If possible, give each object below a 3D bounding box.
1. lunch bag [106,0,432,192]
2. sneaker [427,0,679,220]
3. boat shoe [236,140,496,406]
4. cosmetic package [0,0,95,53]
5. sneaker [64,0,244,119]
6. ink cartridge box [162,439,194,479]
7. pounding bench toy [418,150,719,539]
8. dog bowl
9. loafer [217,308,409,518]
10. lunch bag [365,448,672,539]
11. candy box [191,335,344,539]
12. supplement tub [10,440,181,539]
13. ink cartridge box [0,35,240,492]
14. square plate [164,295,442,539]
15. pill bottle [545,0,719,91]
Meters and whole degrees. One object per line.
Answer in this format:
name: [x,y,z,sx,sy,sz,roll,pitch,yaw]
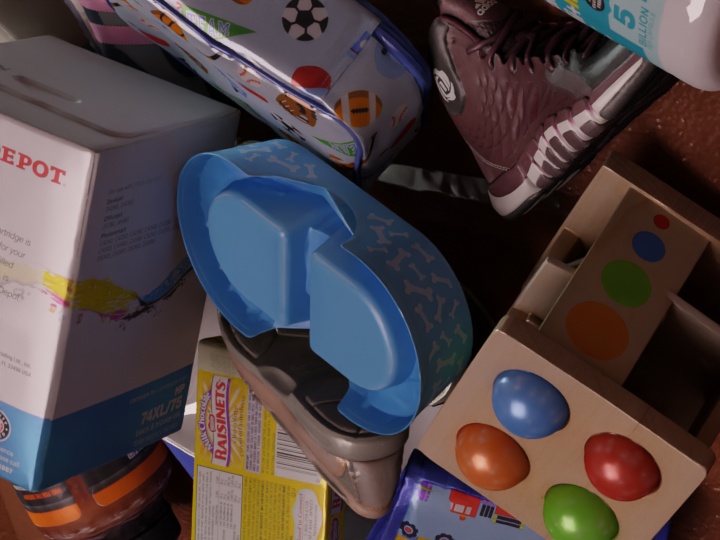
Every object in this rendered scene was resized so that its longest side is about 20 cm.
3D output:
lunch bag: [-0.055,-0.129,1.519,0.200,0.076,0.160,39,173,7]
sneaker: [0.088,-0.111,1.423,0.116,0.076,0.200,52,146,5]
boat shoe: [0.000,0.000,1.572,0.201,0.060,0.072,47,121,27]
cosmetic package: [-0.239,-0.174,1.723,0.200,0.087,0.103,45,143,12]
sneaker: [-0.122,-0.166,1.614,0.082,0.070,0.200,-30,99,46]
ink cartridge box: [-0.081,0.091,1.818,0.119,0.042,0.200,53,147,0]
pounding bench toy: [0.114,0.074,1.461,0.124,0.156,0.200,34,143,3]
dog bowl: [-0.017,0.003,1.490,0.200,0.049,0.112,37,141,36]
loafer: [-0.031,0.067,1.590,0.200,0.072,0.063,-130,32,-53]
lunch bag: [0.079,0.174,1.598,0.150,0.094,0.200,18,145,-3]
candy box: [-0.055,0.145,1.686,0.102,0.026,0.201,11,104,36]
supplement tub: [-0.195,0.107,1.902,0.107,0.107,0.201,-7,114,51]
ink cartridge box: [-0.178,-0.009,1.575,0.146,0.146,0.201,23,112,26]
square plate: [-0.025,0.060,1.694,0.198,0.028,0.201,29,125,19]
pill bottle: [0.111,-0.174,1.308,0.200,0.111,0.111,33,141,26]
